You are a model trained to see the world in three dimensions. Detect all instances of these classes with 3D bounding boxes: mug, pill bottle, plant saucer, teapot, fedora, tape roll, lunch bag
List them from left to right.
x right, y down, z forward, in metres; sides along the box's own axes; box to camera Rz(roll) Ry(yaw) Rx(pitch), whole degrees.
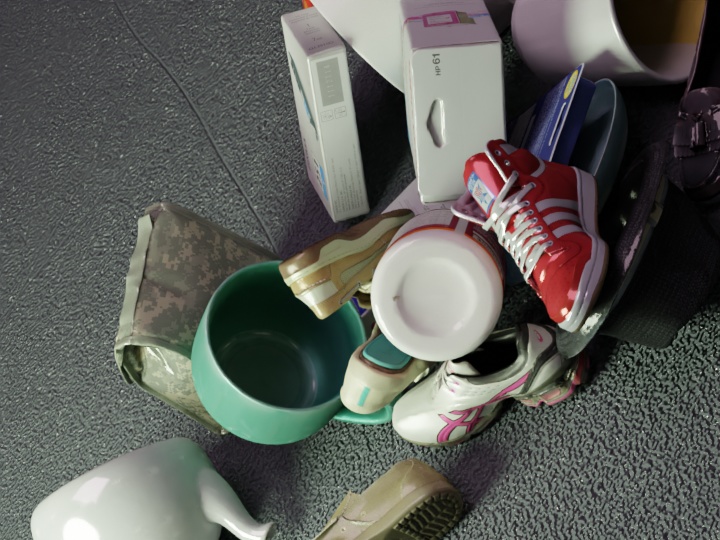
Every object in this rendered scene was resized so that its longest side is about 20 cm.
[{"bbox_3d":[-0.210,0.261,1.776,0.146,0.197,0.200,64,151,11],"label":"teapot"},{"bbox_3d":[-0.160,0.045,1.844,0.117,0.200,0.164,-18,51,39],"label":"lunch bag"},{"bbox_3d":[-0.071,0.096,1.727,0.152,0.185,0.114,-29,-15,-28],"label":"mug"},{"bbox_3d":[0.046,-0.284,1.874,0.139,0.203,0.203,-43,38,14],"label":"tape roll"},{"bbox_3d":[0.071,0.005,1.608,0.110,0.110,0.200,-46,2,11],"label":"pill bottle"},{"bbox_3d":[0.183,-0.073,1.645,0.200,0.027,0.200,-60,13,23],"label":"plant saucer"},{"bbox_3d":[0.232,-0.230,1.702,0.153,0.186,0.150,-9,84,49],"label":"mug"},{"bbox_3d":[0.234,-0.003,1.515,0.201,0.091,0.201,-63,3,5],"label":"fedora"}]

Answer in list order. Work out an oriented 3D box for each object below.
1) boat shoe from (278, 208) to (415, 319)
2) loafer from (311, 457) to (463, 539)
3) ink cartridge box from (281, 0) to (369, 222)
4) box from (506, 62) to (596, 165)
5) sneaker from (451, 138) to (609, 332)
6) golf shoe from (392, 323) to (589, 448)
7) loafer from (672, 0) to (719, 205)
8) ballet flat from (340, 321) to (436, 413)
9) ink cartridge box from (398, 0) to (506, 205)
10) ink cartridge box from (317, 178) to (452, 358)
[{"bbox_3d":[0.000,0.000,1.707,0.072,0.076,0.200,-31,-3,37],"label":"boat shoe"},{"bbox_3d":[0.001,0.236,1.627,0.200,0.076,0.068,-35,39,9],"label":"loafer"},{"bbox_3d":[-0.045,-0.178,1.907,0.045,0.200,0.176,-16,38,-10],"label":"ink cartridge box"},{"bbox_3d":[0.156,-0.101,1.678,0.121,0.032,0.200,-69,10,-18],"label":"box"},{"bbox_3d":[0.130,-0.032,1.460,0.200,0.112,0.071,-87,23,-58],"label":"sneaker"},{"bbox_3d":[0.095,0.091,1.616,0.200,0.092,0.073,-28,46,35],"label":"golf shoe"},{"bbox_3d":[0.300,-0.154,1.605,0.072,0.063,0.201,-8,56,45],"label":"loafer"},{"bbox_3d":[0.035,0.077,1.670,0.069,0.070,0.200,-31,2,29],"label":"ballet flat"},{"bbox_3d":[0.084,-0.160,1.707,0.084,0.145,0.200,-5,21,1],"label":"ink cartridge box"},{"bbox_3d":[0.024,-0.004,1.817,0.200,0.037,0.095,-44,38,10],"label":"ink cartridge box"}]
